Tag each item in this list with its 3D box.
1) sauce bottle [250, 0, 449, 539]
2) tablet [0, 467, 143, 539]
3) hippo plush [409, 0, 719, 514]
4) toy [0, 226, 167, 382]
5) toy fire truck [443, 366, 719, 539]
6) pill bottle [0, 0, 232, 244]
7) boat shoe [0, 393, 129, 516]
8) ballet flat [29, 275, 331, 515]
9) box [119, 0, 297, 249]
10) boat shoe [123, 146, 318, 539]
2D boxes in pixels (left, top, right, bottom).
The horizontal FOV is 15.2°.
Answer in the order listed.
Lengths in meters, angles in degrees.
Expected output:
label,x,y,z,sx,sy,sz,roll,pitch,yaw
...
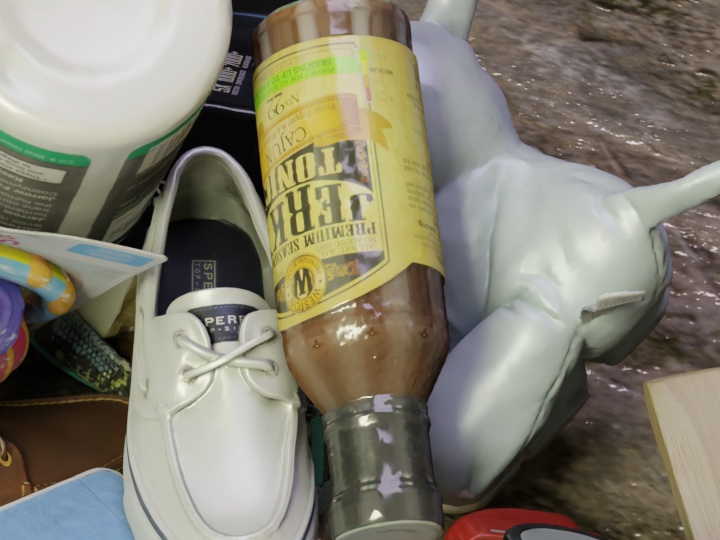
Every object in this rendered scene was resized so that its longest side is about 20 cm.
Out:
label,x,y,z,sx,sy,sz,roll,pitch,yaw
sauce bottle,0.000,0.000,0.972,0.064,0.065,0.202,-1,68,-19
tablet,-0.070,0.147,0.912,0.200,0.014,0.130,40,39,28
hippo plush,0.032,-0.011,1.061,0.161,0.200,0.159,42,74,9
toy,-0.161,0.018,1.019,0.114,0.048,0.200,11,-11,-22
toy fire truck,0.106,0.113,0.975,0.175,0.130,0.200,9,10,-11
pill bottle,-0.123,-0.065,1.025,0.112,0.200,0.114,6,69,-15
boat shoe,-0.154,0.076,0.986,0.199,0.068,0.072,-13,36,-37
ballet flat,-0.073,0.030,1.099,0.074,0.075,0.200,-16,38,-39
box,-0.106,-0.076,1.240,0.162,0.087,0.200,10,22,2
boat shoe,-0.056,0.035,0.991,0.073,0.066,0.201,-5,44,-11
